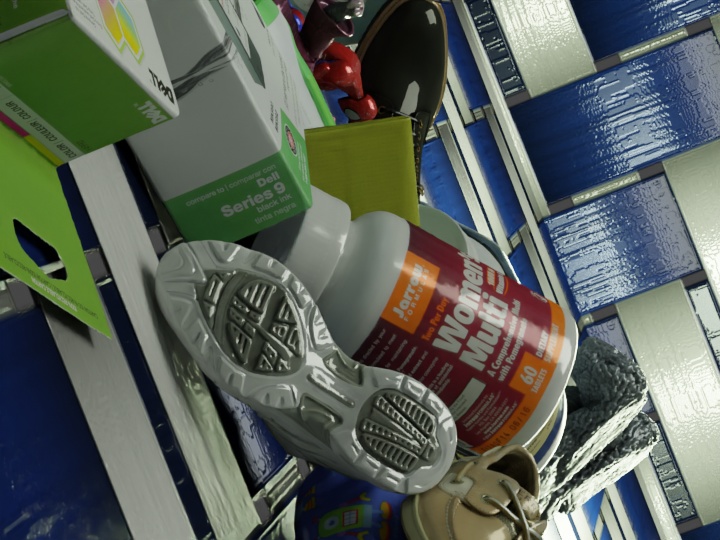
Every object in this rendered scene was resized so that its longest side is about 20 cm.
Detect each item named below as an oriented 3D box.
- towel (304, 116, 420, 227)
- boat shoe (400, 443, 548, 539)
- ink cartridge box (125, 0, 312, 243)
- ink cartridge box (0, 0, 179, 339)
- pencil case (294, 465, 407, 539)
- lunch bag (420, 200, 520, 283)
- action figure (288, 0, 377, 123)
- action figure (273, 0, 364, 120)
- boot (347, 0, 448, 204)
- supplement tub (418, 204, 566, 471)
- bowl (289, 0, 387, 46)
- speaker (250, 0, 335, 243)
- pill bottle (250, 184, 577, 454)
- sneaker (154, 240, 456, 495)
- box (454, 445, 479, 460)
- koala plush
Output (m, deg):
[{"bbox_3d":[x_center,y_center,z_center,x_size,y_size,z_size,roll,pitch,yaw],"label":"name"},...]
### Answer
[{"bbox_3d":[0.000,0.000,1.672,0.018,0.086,0.201,-123,-154,-67],"label":"towel"},{"bbox_3d":[0.070,0.143,1.464,0.072,0.065,0.200,60,11,-5],"label":"boat shoe"},{"bbox_3d":[-0.108,-0.134,1.515,0.146,0.084,0.200,-98,164,-54],"label":"ink cartridge box"},{"bbox_3d":[-0.143,-0.085,1.242,0.148,0.075,0.201,45,25,-67],"label":"ink cartridge box"},{"bbox_3d":[0.003,0.183,1.457,0.200,0.086,0.078,-94,160,-63],"label":"pencil case"},{"bbox_3d":[0.070,0.037,2.034,0.201,0.127,0.170,66,6,23],"label":"lunch bag"},{"bbox_3d":[-0.075,-0.167,1.869,0.200,0.099,0.065,45,17,-8],"label":"action figure"},{"bbox_3d":[-0.081,-0.169,1.784,0.149,0.134,0.201,30,-30,56],"label":"action figure"},{"bbox_3d":[0.032,-0.096,1.895,0.138,0.077,0.201,-126,-132,-69],"label":"boot"},{"bbox_3d":[0.052,0.061,1.812,0.200,0.144,0.145,59,14,-46],"label":"supplement tub"},{"bbox_3d":[-0.020,-0.245,1.963,0.201,0.200,0.106,54,30,-57],"label":"bowl"},{"bbox_3d":[-0.056,-0.081,1.689,0.089,0.088,0.201,-88,155,-67],"label":"speaker"},{"bbox_3d":[0.029,0.030,1.619,0.199,0.110,0.110,28,25,-17],"label":"pill bottle"},{"bbox_3d":[-0.045,0.063,1.454,0.200,0.078,0.099,42,-23,-11],"label":"sneaker"},{"bbox_3d":[0.052,0.204,1.683,0.200,0.086,0.165,34,37,-74],"label":"box"},{"bbox_3d":[0.123,0.104,2.178,0.200,0.183,0.178,50,-8,24],"label":"koala plush"}]
